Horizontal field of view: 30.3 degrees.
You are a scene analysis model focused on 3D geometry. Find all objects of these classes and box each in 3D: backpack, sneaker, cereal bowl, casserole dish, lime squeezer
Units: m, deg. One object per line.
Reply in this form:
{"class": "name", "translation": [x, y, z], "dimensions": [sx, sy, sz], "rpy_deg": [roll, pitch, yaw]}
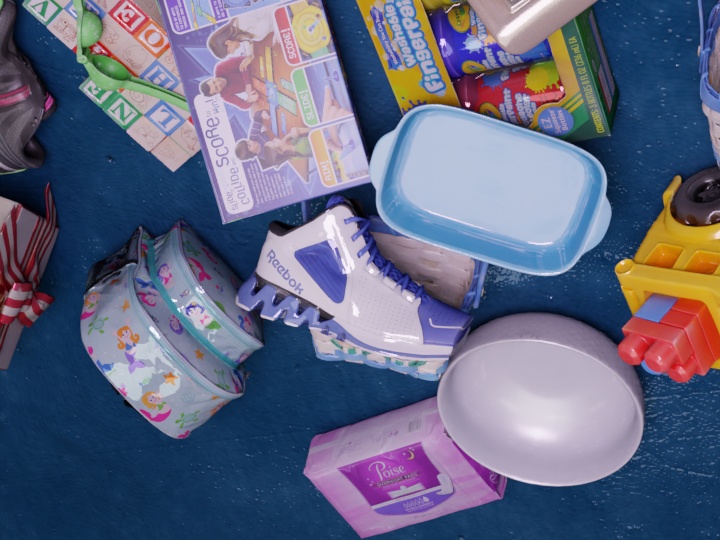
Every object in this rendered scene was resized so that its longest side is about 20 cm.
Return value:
{"class": "backpack", "translation": [-0.184, 0.059, 1.306], "dimensions": [0.151, 0.200, 0.178], "rpy_deg": [-35, 112, 16]}
{"class": "sneaker", "translation": [-0.327, -0.176, 1.251], "dimensions": [0.084, 0.077, 0.200], "rpy_deg": [4, 135, -7]}
{"class": "sneaker", "translation": [-0.001, 0.000, 1.107], "dimensions": [0.199, 0.081, 0.115], "rpy_deg": [15, 100, 10]}
{"class": "cereal bowl", "translation": [0.180, 0.115, 1.304], "dimensions": [0.200, 0.083, 0.200], "rpy_deg": [9, 131, 11]}
{"class": "casserole dish", "translation": [0.107, -0.070, 1.093], "dimensions": [0.200, 0.039, 0.121], "rpy_deg": [17, 116, 0]}
{"class": "lime squeezer", "translation": [-0.213, -0.195, 1.128], "dimensions": [0.071, 0.038, 0.200], "rpy_deg": [-17, 121, 29]}

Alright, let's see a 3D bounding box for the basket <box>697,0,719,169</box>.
{"class": "basket", "translation": [0.337, -0.161, 0.981], "dimensions": [0.176, 0.139, 0.200], "rpy_deg": [5, 140, 16]}

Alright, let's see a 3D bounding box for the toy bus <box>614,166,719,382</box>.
{"class": "toy bus", "translation": [0.307, 0.024, 1.080], "dimensions": [0.200, 0.192, 0.136], "rpy_deg": [12, 138, 47]}

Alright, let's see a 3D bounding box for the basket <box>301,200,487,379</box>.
{"class": "basket", "translation": [0.033, -0.004, 1.207], "dimensions": [0.176, 0.139, 0.200], "rpy_deg": [10, 125, 11]}

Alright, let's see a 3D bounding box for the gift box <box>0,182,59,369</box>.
{"class": "gift box", "translation": [-0.399, -0.014, 1.303], "dimensions": [0.187, 0.185, 0.200], "rpy_deg": [20, 89, 1]}

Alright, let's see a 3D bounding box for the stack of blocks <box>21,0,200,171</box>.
{"class": "stack of blocks", "translation": [-0.199, -0.197, 1.187], "dimensions": [0.200, 0.059, 0.115], "rpy_deg": [42, 129, -18]}

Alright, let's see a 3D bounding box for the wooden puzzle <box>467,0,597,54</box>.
{"class": "wooden puzzle", "translation": [0.124, -0.284, 0.948], "dimensions": [0.185, 0.037, 0.200], "rpy_deg": [-36, 91, 19]}

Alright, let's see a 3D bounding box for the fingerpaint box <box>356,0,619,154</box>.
{"class": "fingerpaint box", "translation": [0.101, -0.193, 1.079], "dimensions": [0.167, 0.073, 0.200], "rpy_deg": [-8, 125, 24]}

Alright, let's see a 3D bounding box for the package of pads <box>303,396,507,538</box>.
{"class": "package of pads", "translation": [0.048, 0.211, 1.435], "dimensions": [0.200, 0.076, 0.121], "rpy_deg": [-23, 120, 33]}

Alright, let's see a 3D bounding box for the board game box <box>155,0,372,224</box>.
{"class": "board game box", "translation": [-0.079, -0.153, 1.117], "dimensions": [0.135, 0.034, 0.200], "rpy_deg": [-15, 96, 7]}
